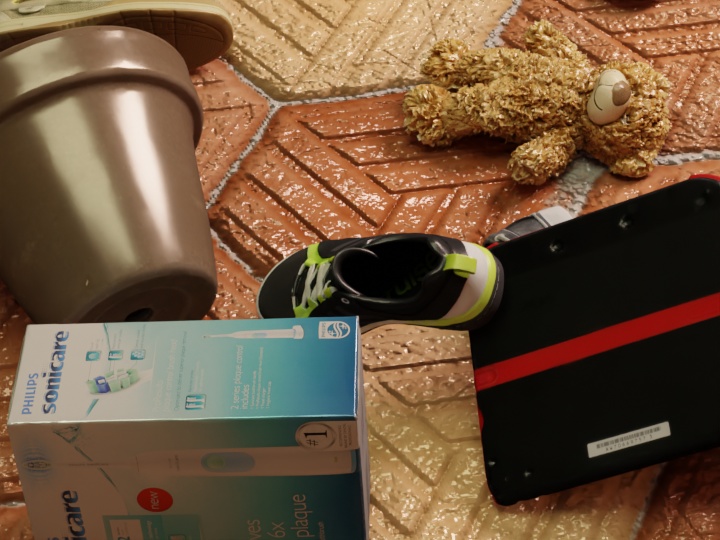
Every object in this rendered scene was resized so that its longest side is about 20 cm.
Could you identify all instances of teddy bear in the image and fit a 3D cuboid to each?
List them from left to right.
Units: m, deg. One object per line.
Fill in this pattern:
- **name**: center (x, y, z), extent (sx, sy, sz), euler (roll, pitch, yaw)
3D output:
- **teddy bear**: center (0.130, -0.129, 1.470), extent (0.200, 0.067, 0.145), euler (24, 52, 28)

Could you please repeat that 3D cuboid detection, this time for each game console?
- **game console**: center (0.160, 0.042, 1.221), extent (0.200, 0.031, 0.177), euler (-20, 62, 25)

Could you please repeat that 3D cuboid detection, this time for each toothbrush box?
- **toothbrush box**: center (-0.096, 0.108, 1.170), extent (0.200, 0.146, 0.085), euler (0, 42, 2)

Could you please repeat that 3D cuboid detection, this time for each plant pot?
- **plant pot**: center (-0.177, -0.036, 1.324), extent (0.200, 0.200, 0.175), euler (-20, 63, -17)

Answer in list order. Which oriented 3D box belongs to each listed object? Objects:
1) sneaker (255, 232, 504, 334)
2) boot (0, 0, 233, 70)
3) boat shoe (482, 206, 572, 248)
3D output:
- **sneaker**: center (0.000, 0.000, 1.277), extent (0.200, 0.083, 0.072), euler (-7, 68, 37)
- **boot**: center (-0.201, -0.225, 1.591), extent (0.200, 0.073, 0.155), euler (-7, 45, 5)
- **boat shoe**: center (0.142, 0.031, 1.293), extent (0.068, 0.072, 0.200), euler (-19, 45, -15)
